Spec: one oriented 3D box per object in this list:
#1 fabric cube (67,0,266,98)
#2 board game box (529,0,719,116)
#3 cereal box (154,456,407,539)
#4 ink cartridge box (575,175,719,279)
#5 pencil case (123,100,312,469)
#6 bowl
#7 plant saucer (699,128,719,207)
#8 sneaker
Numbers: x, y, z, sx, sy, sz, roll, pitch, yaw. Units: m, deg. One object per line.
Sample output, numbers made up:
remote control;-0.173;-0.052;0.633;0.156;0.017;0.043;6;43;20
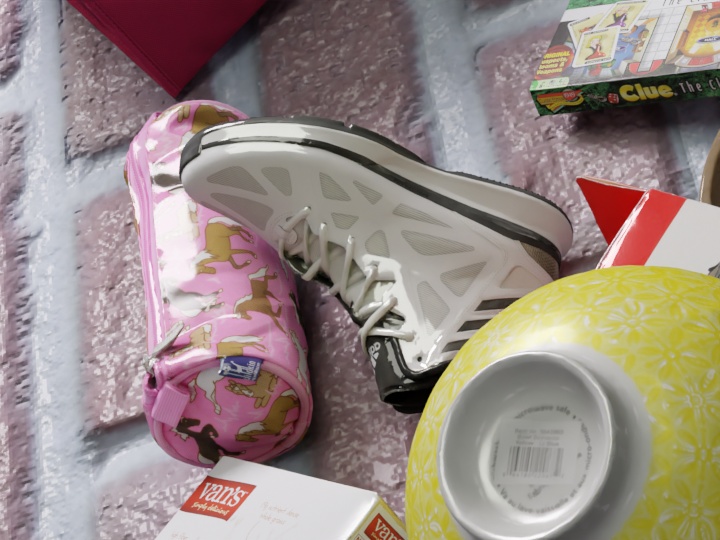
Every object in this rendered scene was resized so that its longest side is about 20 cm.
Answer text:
fabric cube;-0.134;-0.263;1.448;0.199;0.200;0.196;-45;48;-2
board game box;0.192;-0.129;1.298;0.199;0.024;0.105;-5;39;32
cereal box;-0.078;0.177;1.150;0.200;0.040;0.144;-52;28;-20
ink cartridge box;0.179;0.034;1.126;0.200;0.116;0.067;18;64;36
pencil case;-0.075;0.004;1.291;0.083;0.087;0.200;-15;46;7
bowl;0.090;0.083;1.021;0.200;0.108;0.201;-12;67;30
plant saucer;0.262;-0.042;1.212;0.199;0.030;0.201;-14;47;15
sneaker;0.000;0.000;1.229;0.200;0.076;0.116;15;60;-3
